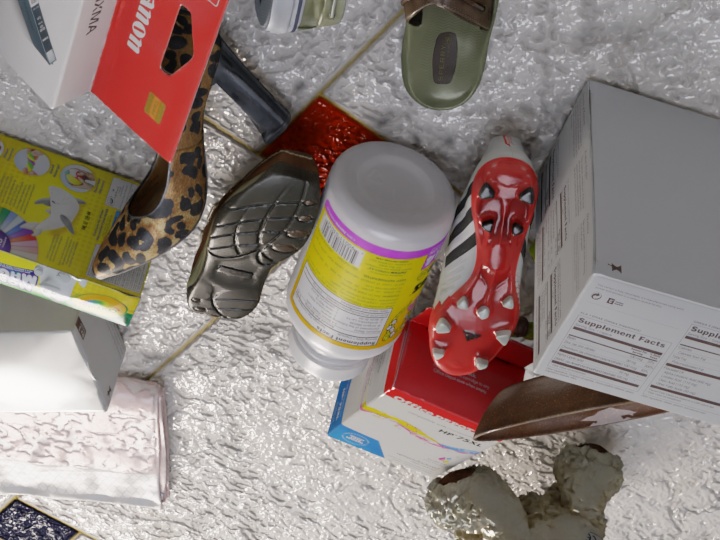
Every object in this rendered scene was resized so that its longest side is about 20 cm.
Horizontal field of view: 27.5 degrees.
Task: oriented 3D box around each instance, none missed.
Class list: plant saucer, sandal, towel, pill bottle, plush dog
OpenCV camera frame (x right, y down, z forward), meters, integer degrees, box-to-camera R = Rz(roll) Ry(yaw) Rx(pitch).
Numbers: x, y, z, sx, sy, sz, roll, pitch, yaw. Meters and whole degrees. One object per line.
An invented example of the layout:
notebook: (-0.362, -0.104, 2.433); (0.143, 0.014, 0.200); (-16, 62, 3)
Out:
plant saucer: (0.181, 0.098, 1.144); (0.197, 0.037, 0.201); (-10, 168, -2)
sandal: (0.062, -0.185, 1.020); (0.079, 0.058, 0.203); (2, 135, 7)
towel: (-0.288, 0.165, 1.451); (0.197, 0.032, 0.192); (6, 135, 2)
pill bottle: (0.000, 0.000, 1.184); (0.103, 0.105, 0.201); (16, 136, -7)
plush dog: (0.150, 0.261, 1.374); (0.197, 0.163, 0.172); (-10, 163, -19)

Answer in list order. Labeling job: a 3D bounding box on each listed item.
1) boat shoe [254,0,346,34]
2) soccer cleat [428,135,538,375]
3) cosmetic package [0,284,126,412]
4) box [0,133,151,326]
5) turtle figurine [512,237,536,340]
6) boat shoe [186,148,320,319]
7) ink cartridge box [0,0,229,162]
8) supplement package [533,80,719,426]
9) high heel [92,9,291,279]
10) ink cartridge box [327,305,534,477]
boat shoe: (-0.027, -0.244, 0.980); (0.061, 0.073, 0.201); (-6, 143, -21)
soccer cleat: (0.097, -0.010, 1.150); (0.068, 0.086, 0.202); (10, 121, -1)
cosmetic package: (-0.323, 0.065, 1.321); (0.197, 0.082, 0.114); (-1, 135, 9)
box: (-0.262, -0.040, 1.176); (0.198, 0.118, 0.049); (21, 137, -11)
turtle figurine: (0.166, 0.035, 1.204); (0.197, 0.065, 0.162); (5, 145, 7)
boat shoe: (-0.091, -0.039, 1.178); (0.075, 0.075, 0.200); (16, 142, -21)
ink cartridge box: (-0.178, -0.189, 1.004); (0.176, 0.045, 0.201); (44, 136, 15)
supplement package: (0.216, -0.015, 1.064); (0.154, 0.202, 0.111); (15, 137, -8)
high heel: (-0.164, -0.096, 1.101); (0.200, 0.071, 0.143); (-45, 126, 3)
ink cartridge box: (0.062, 0.108, 1.269); (0.115, 0.068, 0.200); (22, 153, -13)
